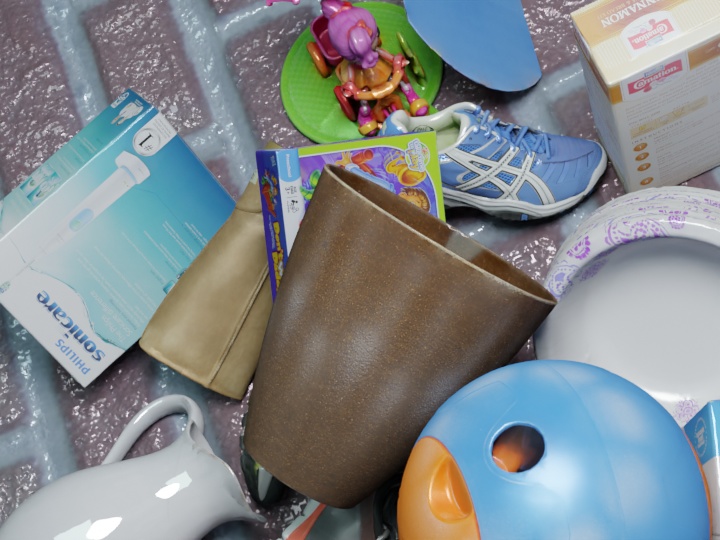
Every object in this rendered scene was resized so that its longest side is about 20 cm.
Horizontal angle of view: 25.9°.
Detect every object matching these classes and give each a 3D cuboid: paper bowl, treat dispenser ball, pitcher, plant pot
[{"bbox_3d":[0.233,0.034,1.156,0.200,0.201,0.104,3,27,17],"label":"paper bowl"},{"bbox_3d":[0.124,0.158,1.007,0.200,0.201,0.201,-6,65,13],"label":"treat dispenser ball"},{"bbox_3d":[-0.194,0.191,1.242,0.200,0.121,0.172,-32,35,-5],"label":"pitcher"},{"bbox_3d":[0.007,0.059,1.096,0.187,0.187,0.200,33,98,25],"label":"plant pot"}]

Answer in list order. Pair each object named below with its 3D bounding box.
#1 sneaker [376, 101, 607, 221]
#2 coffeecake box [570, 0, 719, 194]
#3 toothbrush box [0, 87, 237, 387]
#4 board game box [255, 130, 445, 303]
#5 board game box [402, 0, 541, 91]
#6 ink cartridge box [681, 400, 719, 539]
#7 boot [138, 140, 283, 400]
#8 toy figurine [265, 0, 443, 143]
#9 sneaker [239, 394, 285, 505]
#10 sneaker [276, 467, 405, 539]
[{"bbox_3d":[0.105,-0.091,1.271,0.199,0.077,0.076,-3,47,-8],"label":"sneaker"},{"bbox_3d":[0.256,-0.153,1.210,0.153,0.200,0.073,-25,63,3],"label":"coffeecake box"},{"bbox_3d":[-0.211,-0.028,1.306,0.200,0.146,0.085,-44,27,-6],"label":"toothbrush box"},{"bbox_3d":[0.000,0.000,1.197,0.134,0.045,0.201,-10,97,-24],"label":"board game box"},{"bbox_3d":[0.075,-0.231,1.346,0.039,0.158,0.200,-36,55,39],"label":"board game box"},{"bbox_3d":[0.255,0.197,1.038,0.068,0.116,0.201,1,68,-4],"label":"ink cartridge box"},{"bbox_3d":[-0.059,0.017,1.296,0.175,0.066,0.200,30,93,-6],"label":"boot"},{"bbox_3d":[-0.010,-0.189,1.309,0.150,0.184,0.200,-29,63,1],"label":"toy figurine"},{"bbox_3d":[-0.035,0.096,1.244,0.084,0.074,0.200,16,96,-20],"label":"sneaker"},{"bbox_3d":[-0.019,0.222,1.194,0.082,0.077,0.200,28,78,16],"label":"sneaker"}]
